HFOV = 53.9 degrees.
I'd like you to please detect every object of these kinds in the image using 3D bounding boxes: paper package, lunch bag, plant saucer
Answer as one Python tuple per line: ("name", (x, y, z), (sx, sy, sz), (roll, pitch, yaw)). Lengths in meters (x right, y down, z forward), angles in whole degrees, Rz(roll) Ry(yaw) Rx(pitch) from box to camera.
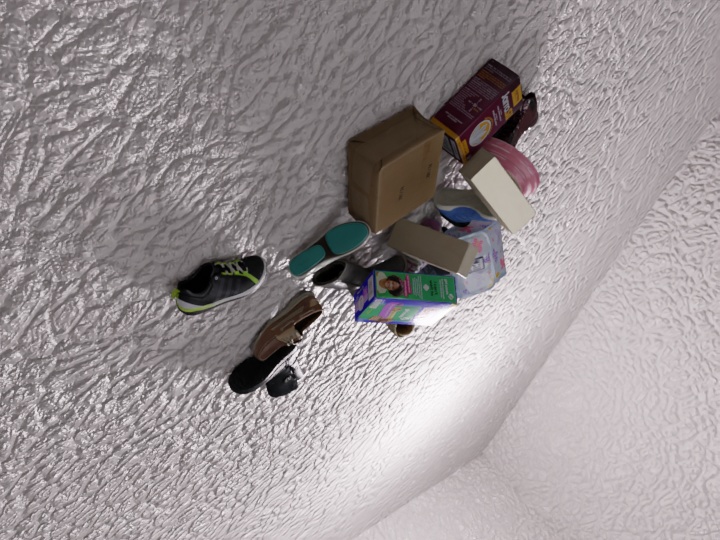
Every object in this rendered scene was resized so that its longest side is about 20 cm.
("paper package", (0.070, -0.208, 1.477), (0.190, 0.103, 0.201), (-34, 149, -24))
("lunch bag", (0.294, -0.034, 1.842), (0.200, 0.126, 0.171), (-28, 115, -48))
("plant saucer", (0.328, -0.236, 1.689), (0.051, 0.200, 0.201), (-55, 155, -14))

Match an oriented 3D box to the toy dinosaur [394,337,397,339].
("toy dinosaur", (0.127, 0.096, 1.979), (0.200, 0.077, 0.103), (-51, 150, -19))

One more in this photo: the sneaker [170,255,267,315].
("sneaker", (-0.262, 0.017, 1.341), (0.199, 0.072, 0.083), (-31, 148, -27))

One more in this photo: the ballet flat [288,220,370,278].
("ballet flat", (-0.064, -0.046, 1.520), (0.199, 0.070, 0.069), (-30, 154, 10))

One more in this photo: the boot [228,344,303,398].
("boot", (-0.222, 0.264, 1.716), (0.200, 0.076, 0.169), (-39, 148, -28))

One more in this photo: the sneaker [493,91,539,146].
("sneaker", (0.364, -0.365, 1.728), (0.200, 0.075, 0.116), (-47, 149, -22))

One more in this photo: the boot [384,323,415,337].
("boot", (0.082, 0.117, 1.862), (0.073, 0.155, 0.200), (-43, 152, -6))

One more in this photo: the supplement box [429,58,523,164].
("supplement box", (0.260, -0.351, 1.570), (0.200, 0.086, 0.110), (-45, 152, -3))

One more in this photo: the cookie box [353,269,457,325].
("cookie box", (0.102, 0.067, 1.653), (0.198, 0.076, 0.171), (4, 157, -16))

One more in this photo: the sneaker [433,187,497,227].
("sneaker", (0.285, -0.152, 1.773), (0.111, 0.198, 0.077), (51, 50, -67))

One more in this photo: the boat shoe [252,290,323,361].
("boat shoe", (-0.167, 0.136, 1.630), (0.200, 0.072, 0.076), (-48, 152, 2))

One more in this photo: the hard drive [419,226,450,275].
("hard drive", (0.191, -0.003, 1.917), (0.200, 0.033, 0.140), (-41, 117, -10))

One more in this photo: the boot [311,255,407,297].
("boot", (0.002, 0.001, 1.672), (0.181, 0.073, 0.200), (-34, 150, 14))

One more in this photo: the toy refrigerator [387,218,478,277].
("toy refrigerator", (0.172, -0.055, 1.688), (0.070, 0.199, 0.076), (23, 90, -59))

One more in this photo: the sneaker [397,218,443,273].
("sneaker", (0.156, -0.036, 1.835), (0.201, 0.080, 0.088), (-53, 146, 7))

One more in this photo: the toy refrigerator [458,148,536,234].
("toy refrigerator", (0.313, -0.180, 1.620), (0.076, 0.070, 0.200), (-44, 123, 4))
